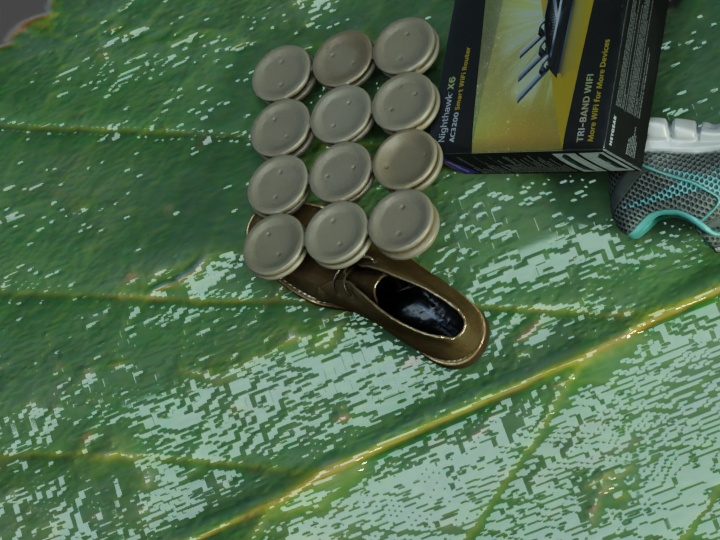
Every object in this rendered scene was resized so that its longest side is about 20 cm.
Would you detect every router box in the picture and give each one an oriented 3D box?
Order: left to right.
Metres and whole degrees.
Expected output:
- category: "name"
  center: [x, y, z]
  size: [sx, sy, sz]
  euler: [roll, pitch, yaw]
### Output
- category: "router box"
  center: [0.138, -0.171, 1.414]
  size: [0.157, 0.052, 0.201]
  euler: [0, 75, 42]

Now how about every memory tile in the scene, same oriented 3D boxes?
- category: "memory tile"
  center: [-0.012, -0.089, 1.440]
  size: [0.153, 0.017, 0.201]
  euler: [-11, 57, 22]

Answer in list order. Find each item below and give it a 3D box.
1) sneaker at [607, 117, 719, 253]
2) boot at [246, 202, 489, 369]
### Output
- category: "sneaker"
  center: [0.265, -0.057, 1.393]
  size: [0.199, 0.078, 0.092]
  euler: [1, 85, 20]
- category: "boot"
  center: [0.000, 0.000, 1.427]
  size: [0.199, 0.075, 0.074]
  euler: [28, 87, 18]
